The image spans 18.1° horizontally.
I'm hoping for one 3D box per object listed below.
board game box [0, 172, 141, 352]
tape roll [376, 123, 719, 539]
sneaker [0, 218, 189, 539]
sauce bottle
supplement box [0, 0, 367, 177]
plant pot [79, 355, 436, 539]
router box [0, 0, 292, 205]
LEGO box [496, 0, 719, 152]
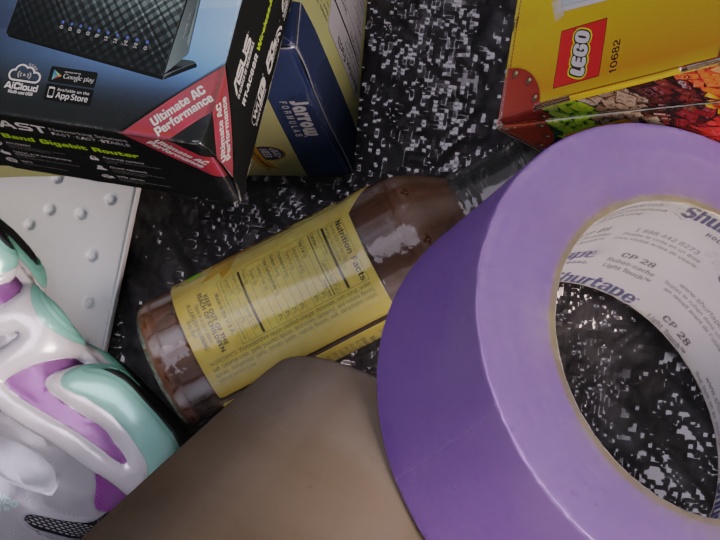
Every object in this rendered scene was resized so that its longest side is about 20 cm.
[{"bbox_3d":[-0.209,0.023,1.057,0.199,0.026,0.201,8,80,13],"label":"board game box"},{"bbox_3d":[0.112,0.049,0.899,0.199,0.085,0.201,12,62,-24],"label":"tape roll"},{"bbox_3d":[-0.186,0.053,0.992,0.140,0.078,0.200,-43,73,0],"label":"sneaker"},{"bbox_3d":[0.000,0.000,1.000,0.199,0.065,0.065,-26,74,3],"label":"sauce bottle"},{"bbox_3d":[-0.101,-0.158,1.003,0.199,0.134,0.201,0,70,11],"label":"supplement box"},{"bbox_3d":[-0.029,0.139,0.926,0.199,0.200,0.174,27,67,16],"label":"plant pot"},{"bbox_3d":[-0.125,-0.119,0.886,0.199,0.062,0.151,9,72,14],"label":"router box"},{"bbox_3d":[0.146,-0.151,0.944,0.149,0.077,0.201,-11,63,48],"label":"LEGO box"}]
